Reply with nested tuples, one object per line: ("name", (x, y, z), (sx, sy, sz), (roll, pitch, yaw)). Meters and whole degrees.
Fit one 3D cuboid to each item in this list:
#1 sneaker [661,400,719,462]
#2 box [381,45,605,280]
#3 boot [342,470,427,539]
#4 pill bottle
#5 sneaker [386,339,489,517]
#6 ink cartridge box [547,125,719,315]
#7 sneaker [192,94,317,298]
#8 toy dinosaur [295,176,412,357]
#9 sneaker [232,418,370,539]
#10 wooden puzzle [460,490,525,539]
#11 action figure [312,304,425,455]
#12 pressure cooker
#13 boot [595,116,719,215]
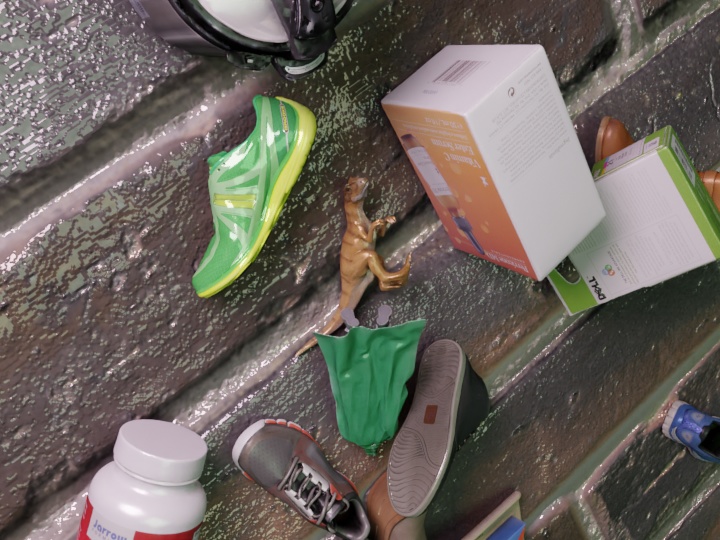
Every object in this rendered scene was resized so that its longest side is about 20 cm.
("sneaker", (0.565, 0.274, 1.168), (0.198, 0.089, 0.080), (24, 93, -33))
("box", (0.137, -0.114, 0.758), (0.106, 0.152, 0.202), (-40, 120, -14))
("boot", (0.056, 0.329, 0.908), (0.200, 0.070, 0.147), (-43, 127, -12))
("pill bottle", (-0.211, 0.253, 0.696), (0.110, 0.112, 0.204), (13, 98, -32))
("sneaker", (0.101, 0.194, 0.850), (0.106, 0.074, 0.203), (42, 61, -44))
("ink cartridge box", (0.310, -0.055, 0.886), (0.149, 0.198, 0.076), (55, 36, -11))
("sneaker", (-0.113, -0.071, 0.694), (0.082, 0.074, 0.203), (26, 94, -8))
("toy dinosaur", (0.000, 0.000, 0.789), (0.104, 0.060, 0.204), (11, 105, 4))
("sneaker", (-0.052, 0.232, 0.800), (0.200, 0.082, 0.078), (42, 82, -32))
("wooden puzzle", (0.175, 0.427, 0.989), (0.183, 0.046, 0.204), (-26, 118, -37))
("action figure", (0.009, 0.131, 0.807), (0.115, 0.055, 0.203), (-2, 125, -3))
("pressure cooker", (-0.089, -0.250, 0.560), (0.174, 0.199, 0.182), (20, 94, -32))
("boot", (0.381, -0.107, 0.903), (0.077, 0.154, 0.202), (-47, 124, -29))
